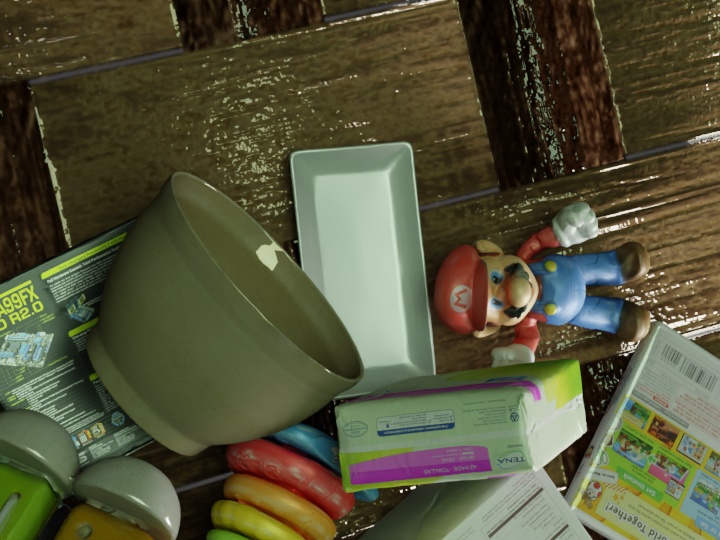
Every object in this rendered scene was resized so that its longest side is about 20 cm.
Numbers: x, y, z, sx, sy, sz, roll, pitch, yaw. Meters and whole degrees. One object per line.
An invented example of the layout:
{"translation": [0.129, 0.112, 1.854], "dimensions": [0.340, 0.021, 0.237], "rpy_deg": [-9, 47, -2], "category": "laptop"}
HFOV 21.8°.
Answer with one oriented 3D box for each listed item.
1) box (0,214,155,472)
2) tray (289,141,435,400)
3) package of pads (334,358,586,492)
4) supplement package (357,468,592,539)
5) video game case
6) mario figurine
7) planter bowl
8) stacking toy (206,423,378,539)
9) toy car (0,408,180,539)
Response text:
{"translation": [-0.191, 0.057, 1.434], "dimensions": [0.199, 0.044, 0.161], "rpy_deg": [-28, 96, -19], "category": "box"}
{"translation": [0.000, 0.000, 1.516], "dimensions": [0.106, 0.022, 0.202], "rpy_deg": [-6, 89, -20], "category": "tray"}
{"translation": [0.075, 0.115, 1.403], "dimensions": [0.153, 0.200, 0.069], "rpy_deg": [-8, 91, 19], "category": "package of pads"}
{"translation": [0.110, 0.268, 1.472], "dimensions": [0.150, 0.152, 0.201], "rpy_deg": [-38, 100, -17], "category": "supplement package"}
{"translation": [0.291, 0.171, 1.610], "dimensions": [0.199, 0.023, 0.183], "rpy_deg": [32, 78, -16], "category": "video game case"}
{"translation": [0.153, 0.020, 1.521], "dimensions": [0.198, 0.106, 0.124], "rpy_deg": [-1, 53, -27], "category": "mario figurine"}
{"translation": [-0.112, 0.047, 1.354], "dimensions": [0.135, 0.200, 0.200], "rpy_deg": [-42, 102, 11], "category": "planter bowl"}
{"translation": [-0.081, 0.214, 1.405], "dimensions": [0.116, 0.109, 0.201], "rpy_deg": [43, 65, -39], "category": "stacking toy"}
{"translation": [-0.226, 0.213, 1.335], "dimensions": [0.198, 0.150, 0.176], "rpy_deg": [23, 64, 12], "category": "toy car"}
